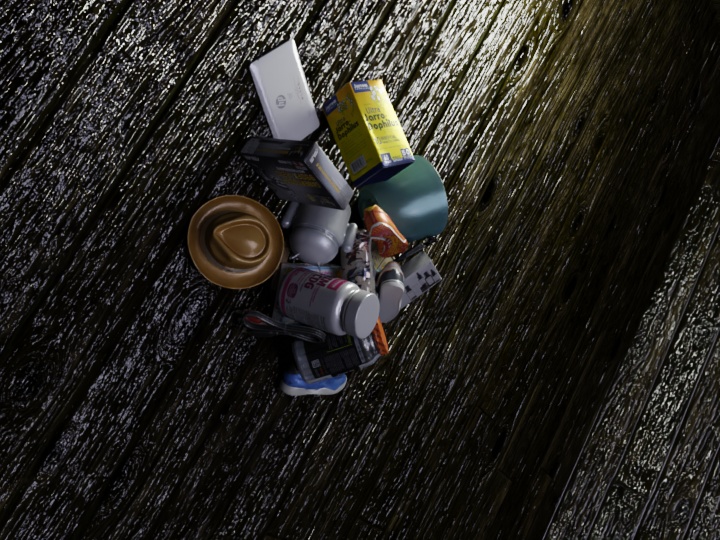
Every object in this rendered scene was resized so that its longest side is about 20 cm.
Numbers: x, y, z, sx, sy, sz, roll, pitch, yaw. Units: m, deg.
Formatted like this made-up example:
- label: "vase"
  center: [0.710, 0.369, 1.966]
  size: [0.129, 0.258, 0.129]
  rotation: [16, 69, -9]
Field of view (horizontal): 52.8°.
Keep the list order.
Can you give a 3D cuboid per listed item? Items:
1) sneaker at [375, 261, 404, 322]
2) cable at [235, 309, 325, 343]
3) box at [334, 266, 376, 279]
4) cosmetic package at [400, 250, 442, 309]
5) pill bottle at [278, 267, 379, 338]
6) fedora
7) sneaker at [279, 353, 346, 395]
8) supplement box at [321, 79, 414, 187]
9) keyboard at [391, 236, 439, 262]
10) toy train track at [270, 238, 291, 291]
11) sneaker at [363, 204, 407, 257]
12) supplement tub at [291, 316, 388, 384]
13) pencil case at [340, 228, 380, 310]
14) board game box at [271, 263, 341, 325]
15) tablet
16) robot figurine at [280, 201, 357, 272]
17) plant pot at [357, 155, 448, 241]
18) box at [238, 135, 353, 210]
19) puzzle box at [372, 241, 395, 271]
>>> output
- label: "sneaker"
  center: [0.064, 0.053, 1.737]
  size: [0.077, 0.201, 0.081]
  rotation: [9, 58, -11]
- label: "cable"
  center: [-0.172, 0.112, 1.539]
  size: [0.098, 0.196, 0.051]
  rotation: [81, 14, -52]
- label: "box"
  center: [-0.020, 0.046, 1.745]
  size: [0.202, 0.041, 0.119]
  rotation: [-59, 138, -23]
- label: "cosmetic package"
  center: [0.103, 0.044, 1.832]
  size: [0.199, 0.051, 0.083]
  rotation: [-36, 129, 2]
- label: "pill bottle"
  center: [-0.066, 0.070, 1.529]
  size: [0.113, 0.197, 0.115]
  rotation: [-33, 131, -49]
- label: "fedora"
  center: [-0.240, -0.059, 1.434]
  size: [0.197, 0.082, 0.205]
  rotation: [2, 86, -22]
- label: "sneaker"
  center: [-0.098, 0.233, 1.742]
  size: [0.198, 0.077, 0.113]
  rotation: [4, 114, -42]
- label: "supplement box"
  center: [0.017, -0.303, 1.602]
  size: [0.108, 0.109, 0.203]
  rotation: [-18, 84, -42]
- label: "keyboard"
  center: [0.126, -0.047, 1.776]
  size: [0.126, 0.200, 0.021]
  rotation: [-28, 89, -7]
- label: "toy train track"
  center: [-0.205, -0.027, 1.568]
  size: [0.199, 0.032, 0.117]
  rotation: [31, 73, -55]
- label: "sneaker"
  center: [0.059, -0.087, 1.631]
  size: [0.072, 0.078, 0.200]
  rotation: [-20, 154, 6]
- label: "supplement tub"
  center: [-0.044, 0.166, 1.605]
  size: [0.197, 0.123, 0.124]
  rotation: [-17, 125, 5]
- label: "pencil case"
  center: [0.000, 0.000, 1.663]
  size: [0.078, 0.088, 0.204]
  rotation: [-2, 89, -67]
- label: "board game box"
  center: [-0.121, 0.053, 1.664]
  size: [0.199, 0.034, 0.137]
  rotation: [0, 103, -60]
- label: "tablet"
  center: [-0.156, -0.366, 1.529]
  size: [0.130, 0.014, 0.202]
  rotation: [-41, 129, -31]
- label: "robot figurine"
  center: [-0.090, -0.097, 1.598]
  size: [0.113, 0.167, 0.203]
  rotation: [112, -4, -64]
- label: "plant pot"
  center: [0.089, -0.157, 1.741]
  size: [0.159, 0.200, 0.204]
  rotation: [-20, 118, -23]
- label: "box"
  center: [-0.131, -0.199, 1.473]
  size: [0.049, 0.198, 0.159]
  rotation: [-59, 138, -18]
- label: "puzzle box"
  center: [0.054, 0.026, 1.883]
  size: [0.134, 0.025, 0.201]
  rotation: [-55, 136, -20]
